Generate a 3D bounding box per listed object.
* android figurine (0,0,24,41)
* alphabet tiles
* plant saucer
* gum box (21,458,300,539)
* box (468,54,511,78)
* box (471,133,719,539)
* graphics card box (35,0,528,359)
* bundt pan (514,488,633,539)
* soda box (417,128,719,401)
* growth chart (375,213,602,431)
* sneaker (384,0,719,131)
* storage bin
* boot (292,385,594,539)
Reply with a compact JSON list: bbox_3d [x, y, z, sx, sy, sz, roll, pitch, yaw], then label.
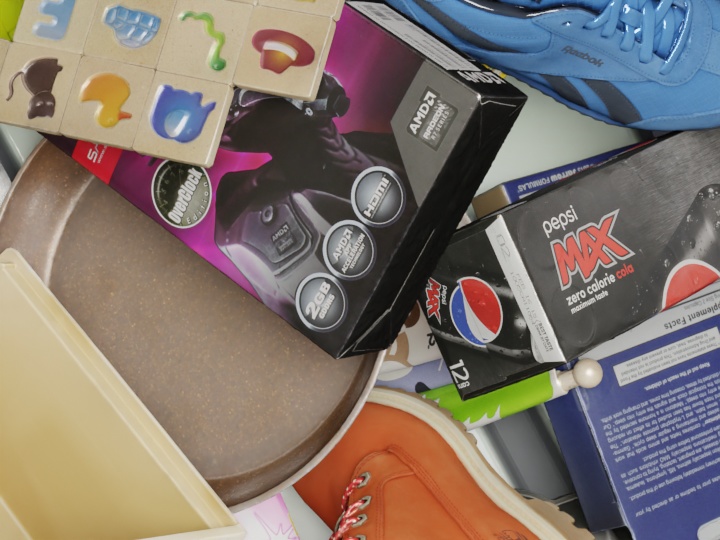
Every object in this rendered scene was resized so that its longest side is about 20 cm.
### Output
[{"bbox_3d":[-0.207,-0.143,0.869,0.182,0.041,0.200,-41,120,-34],"label":"android figurine"},{"bbox_3d":[-0.096,-0.132,0.823,0.200,0.008,0.168,13,80,19],"label":"alphabet tiles"},{"bbox_3d":[-0.072,0.009,0.896,0.200,0.034,0.201,-3,81,20],"label":"plant saucer"},{"bbox_3d":[-0.120,0.164,0.928,0.200,0.066,0.114,-24,94,-12],"label":"gum box"},{"bbox_3d":[0.031,-0.192,0.947,0.200,0.122,0.193,-43,98,-10],"label":"box"},{"bbox_3d":[0.137,0.043,0.976,0.121,0.032,0.200,-17,84,-36],"label":"box"},{"bbox_3d":[-0.044,-0.070,0.840,0.200,0.051,0.126,37,109,21],"label":"graphics card box"},{"bbox_3d":[0.087,0.206,0.968,0.201,0.076,0.203,0,89,-12],"label":"bundt pan"},{"bbox_3d":[0.111,-0.011,0.898,0.200,0.063,0.071,-24,90,-45],"label":"soda box"},{"bbox_3d":[0.000,0.000,0.940,0.145,0.018,0.200,-31,102,34],"label":"growth chart"},{"bbox_3d":[0.096,-0.106,0.859,0.200,0.078,0.066,18,84,-14],"label":"sneaker"},{"bbox_3d":[-0.189,0.078,0.801,0.200,0.199,0.094,-3,131,-48],"label":"storage bin"},{"bbox_3d":[0.011,0.112,0.891,0.107,0.200,0.075,-10,119,-37],"label":"boot"}]
